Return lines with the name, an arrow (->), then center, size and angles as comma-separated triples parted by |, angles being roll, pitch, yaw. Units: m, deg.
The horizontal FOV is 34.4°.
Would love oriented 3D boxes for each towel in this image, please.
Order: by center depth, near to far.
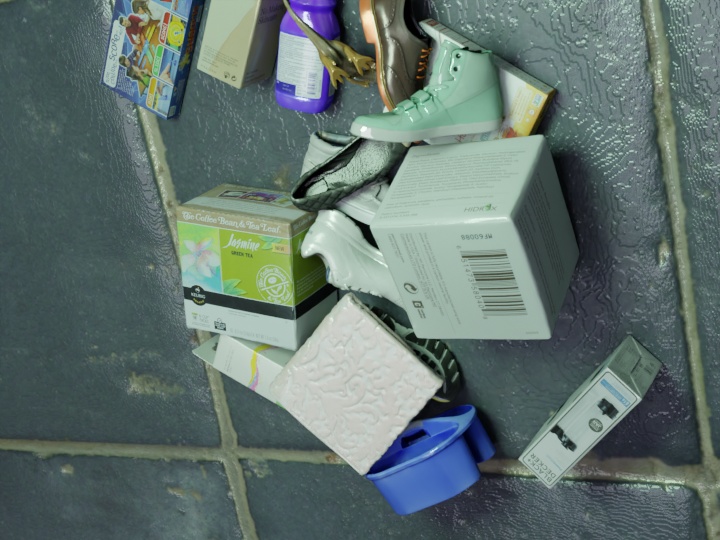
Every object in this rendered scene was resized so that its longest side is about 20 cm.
towel -> -0.006, 0.162, 1.655 | 0.191, 0.032, 0.200 | 41, 111, 2

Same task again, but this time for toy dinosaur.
toy dinosaur -> -0.039, -0.286, 1.525 | 0.200, 0.106, 0.061 | 36, 99, -36

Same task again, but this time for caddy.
caddy -> 0.097, 0.265, 1.688 | 0.199, 0.141, 0.105 | -30, 97, 34

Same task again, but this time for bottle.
bottle -> -0.070, -0.320, 1.592 | 0.083, 0.065, 0.202 | 14, 116, 18

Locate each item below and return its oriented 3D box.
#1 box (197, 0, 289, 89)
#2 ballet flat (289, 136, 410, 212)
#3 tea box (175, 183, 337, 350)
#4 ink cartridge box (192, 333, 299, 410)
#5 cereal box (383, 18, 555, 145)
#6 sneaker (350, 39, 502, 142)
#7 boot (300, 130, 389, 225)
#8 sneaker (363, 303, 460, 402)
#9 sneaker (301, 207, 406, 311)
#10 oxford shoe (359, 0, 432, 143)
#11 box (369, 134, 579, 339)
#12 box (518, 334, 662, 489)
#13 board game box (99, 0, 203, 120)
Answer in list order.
box -> -0.153, -0.365, 1.605 | 0.077, 0.095, 0.201 | 27, 122, 16
ballet flat -> -0.009, -0.141, 1.569 | 0.199, 0.057, 0.067 | -36, 84, 14
tea box -> -0.151, -0.010, 1.720 | 0.198, 0.133, 0.199 | 8, 113, 27
ink cartridge box -> -0.144, 0.127, 1.781 | 0.199, 0.117, 0.068 | 27, 118, 16
cereal box -> 0.139, -0.220, 1.530 | 0.199, 0.039, 0.145 | 32, 122, 15
sneaker -> 0.078, -0.225, 1.450 | 0.198, 0.074, 0.119 | -9, 107, -15
boot -> 0.006, -0.128, 1.622 | 0.198, 0.074, 0.096 | 21, 118, 18
sneaker -> 0.058, 0.128, 1.704 | 0.199, 0.078, 0.090 | 37, 148, 6
sneaker -> 0.000, 0.000, 1.645 | 0.199, 0.087, 0.074 | 39, 169, -7
oxford shoe -> 0.060, -0.264, 1.495 | 0.072, 0.071, 0.202 | -13, 105, 24
box -> 0.151, -0.040, 1.482 | 0.198, 0.172, 0.200 | -1, 131, 30
box -> 0.306, 0.190, 1.554 | 0.060, 0.117, 0.200 | 41, 124, 8
board game box -> -0.313, -0.345, 1.737 | 0.135, 0.034, 0.201 | 29, 121, 17
